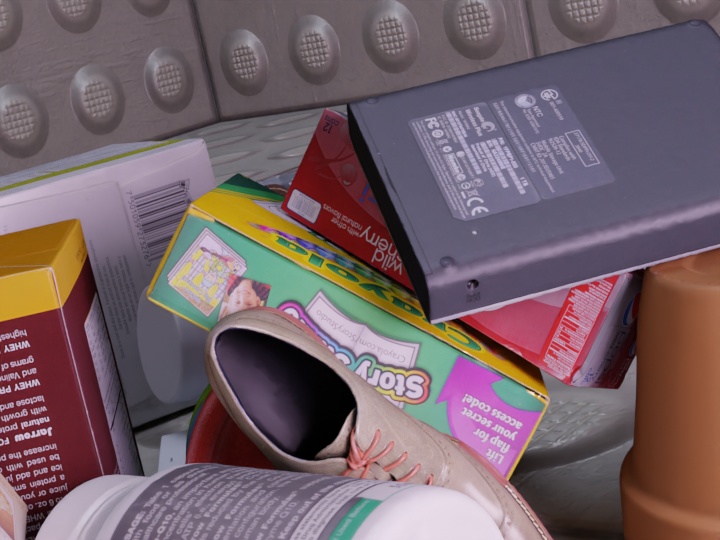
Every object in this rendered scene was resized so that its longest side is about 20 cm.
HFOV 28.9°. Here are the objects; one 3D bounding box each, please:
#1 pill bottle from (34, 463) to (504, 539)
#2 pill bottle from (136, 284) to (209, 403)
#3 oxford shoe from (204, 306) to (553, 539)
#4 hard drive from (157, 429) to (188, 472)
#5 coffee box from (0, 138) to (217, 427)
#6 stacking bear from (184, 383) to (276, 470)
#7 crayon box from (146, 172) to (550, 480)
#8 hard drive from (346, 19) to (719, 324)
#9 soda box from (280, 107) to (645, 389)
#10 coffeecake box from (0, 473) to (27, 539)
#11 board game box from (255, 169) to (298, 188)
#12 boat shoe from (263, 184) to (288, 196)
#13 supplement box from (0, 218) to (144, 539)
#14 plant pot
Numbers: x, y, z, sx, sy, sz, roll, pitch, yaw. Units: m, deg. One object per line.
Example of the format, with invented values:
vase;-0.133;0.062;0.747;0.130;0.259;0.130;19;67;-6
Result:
pill bottle;-0.044;0.139;0.581;0.198;0.115;0.113;-1;16;41
pill bottle;-0.052;0.038;0.994;0.198;0.113;0.111;-7;8;-30
oxford shoe;0.005;0.092;0.623;0.071;0.199;0.075;-54;-6;0
hard drive;-0.032;0.112;0.910;0.197;0.027;0.132;-14;12;-4
coffee box;-0.227;0.015;1.135;0.198;0.202;0.197;-20;13;-30
stacking bear;-0.044;0.086;0.791;0.120;0.115;0.200;26;13;-12
crayon box;-0.002;0.024;0.753;0.198;0.059;0.173;28;8;-2
hard drive;0.106;-0.055;0.682;0.197;0.033;0.140;-14;45;-8
soda box;0.057;-0.013;0.735;0.199;0.064;0.070;32;12;30
coffeecake box;-0.217;0.162;0.558;0.153;0.073;0.200;-33;24;2
board game box;-0.019;-0.018;1.170;0.164;0.057;0.201;-18;-25;-17
boat shoe;0.000;0.000;0.915;0.200;0.072;0.075;40;45;23
supplement box;-0.221;0.102;0.721;0.195;0.203;0.133;-13;13;-3
plant pot;0.210;0.054;0.649;0.197;0.142;0.200;-12;11;2
